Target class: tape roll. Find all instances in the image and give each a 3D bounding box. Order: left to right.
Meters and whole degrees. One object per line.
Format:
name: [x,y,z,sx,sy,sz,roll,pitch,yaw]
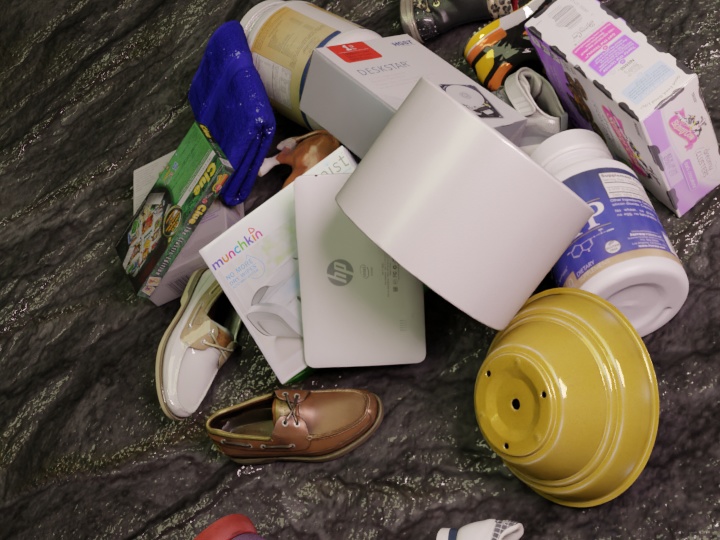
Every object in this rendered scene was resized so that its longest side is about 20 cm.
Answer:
tape roll: [0.095,-0.062,1.000,0.140,0.202,0.203,-53,47,10]

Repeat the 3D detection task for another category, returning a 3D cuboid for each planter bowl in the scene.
planter bowl: [0.163,0.118,0.987,0.199,0.083,0.204,1,92,48]

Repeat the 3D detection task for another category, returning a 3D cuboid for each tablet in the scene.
tablet: [0.000,0.000,1.123,0.128,0.203,0.014,-3,11,2]

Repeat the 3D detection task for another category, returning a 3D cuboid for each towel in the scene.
towel: [-0.167,-0.198,1.364,0.148,0.049,0.201,-62,38,39]

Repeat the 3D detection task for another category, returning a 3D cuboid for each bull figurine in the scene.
bull figurine: [-0.077,-0.073,1.321,0.120,0.065,0.203,7,77,39]

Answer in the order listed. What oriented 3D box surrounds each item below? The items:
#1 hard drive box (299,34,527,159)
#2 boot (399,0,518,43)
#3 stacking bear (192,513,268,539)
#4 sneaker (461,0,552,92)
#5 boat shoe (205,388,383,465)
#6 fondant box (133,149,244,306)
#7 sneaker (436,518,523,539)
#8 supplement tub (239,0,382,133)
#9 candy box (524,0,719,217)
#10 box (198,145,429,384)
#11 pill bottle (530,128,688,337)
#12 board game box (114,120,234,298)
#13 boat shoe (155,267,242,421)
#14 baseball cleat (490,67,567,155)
hard drive box: [0.056,-0.172,1.198,0.155,0.078,0.200,-20,49,-41]
boot: [0.131,-0.392,1.419,0.152,0.074,0.206,-8,61,24]
stacking bear: [-0.082,0.338,1.046,0.199,0.121,0.114,34,87,32]
sneaker: [0.224,-0.279,1.301,0.199,0.070,0.091,-31,74,2]
boat shoe: [-0.074,0.165,1.174,0.198,0.068,0.073,-18,51,19]
fondant box: [-0.225,-0.071,1.430,0.143,0.058,0.202,-23,52,17]
sneaker: [0.115,0.316,0.962,0.079,0.077,0.202,-12,56,13]
supplement tub: [-0.062,-0.261,1.399,0.145,0.145,0.199,-49,48,-7]
candy box: [0.273,-0.175,1.122,0.071,0.168,0.200,-38,48,2]
box: [-0.043,-0.004,1.204,0.199,0.097,0.178,-34,82,6]
pill bottle: [0.236,-0.040,1.088,0.119,0.120,0.202,-26,50,13]
board game box: [-0.232,-0.075,1.342,0.201,0.023,0.105,-53,42,18]
boat shoe: [-0.185,0.080,1.295,0.068,0.075,0.202,-10,55,32]
baseball cleat: [0.158,-0.191,1.246,0.199,0.108,0.069,29,41,34]
